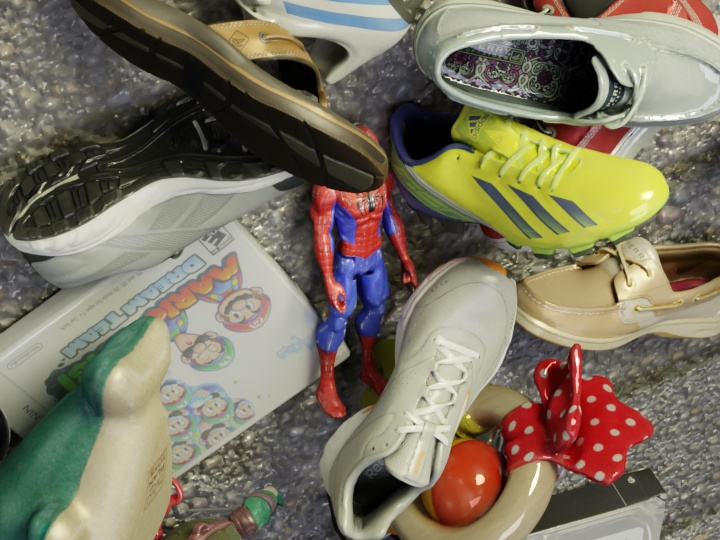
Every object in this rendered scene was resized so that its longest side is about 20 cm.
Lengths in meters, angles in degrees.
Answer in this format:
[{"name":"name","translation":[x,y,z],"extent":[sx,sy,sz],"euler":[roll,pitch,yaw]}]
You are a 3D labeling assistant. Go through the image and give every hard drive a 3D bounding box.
[{"name":"hard drive","translation":[0.153,0.246,1.329],"extent":[0.198,0.038,0.141],"euler":[-12,131,-15]}]

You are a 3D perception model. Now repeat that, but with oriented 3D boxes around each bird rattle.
[{"name":"bird rattle","translation":[0.091,0.127,1.088],"extent":[0.113,0.199,0.164],"euler":[38,74,-48]}]

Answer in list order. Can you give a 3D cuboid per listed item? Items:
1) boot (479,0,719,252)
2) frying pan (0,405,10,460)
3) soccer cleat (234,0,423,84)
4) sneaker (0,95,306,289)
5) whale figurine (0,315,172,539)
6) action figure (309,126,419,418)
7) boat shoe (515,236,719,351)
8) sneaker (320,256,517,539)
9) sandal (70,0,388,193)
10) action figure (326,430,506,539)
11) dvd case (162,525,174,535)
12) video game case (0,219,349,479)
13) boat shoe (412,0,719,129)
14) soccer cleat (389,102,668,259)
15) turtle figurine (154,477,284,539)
[{"name":"boot","translation":[0.117,-0.114,0.990],"extent":[0.144,0.073,0.200],"euler":[33,107,-35]},{"name":"frying pan","translation":[-0.305,0.081,0.970],"extent":[0.188,0.031,0.116],"euler":[12,133,-9]},{"name":"soccer cleat","translation":[-0.047,-0.169,0.856],"extent":[0.086,0.070,0.200],"euler":[-40,133,12]},{"name":"sneaker","translation":[-0.108,-0.047,0.938],"extent":[0.198,0.074,0.080],"euler":[-19,143,-2]},{"name":"whale figurine","translation":[-0.172,0.116,0.978],"extent":[0.103,0.159,0.201],"euler":[21,122,8]},{"name":"action figure","translation":[0.000,0.000,1.027],"extent":[0.065,0.052,0.202],"euler":[-16,123,-24]},{"name":"boat shoe","translation":[0.188,0.007,1.124],"extent":[0.198,0.074,0.070],"euler":[-4,127,-35]},{"name":"sneaker","translation":[0.043,0.088,1.007],"extent":[0.075,0.092,0.201],"euler":[24,109,-13]},{"name":"sandal","translation":[-0.065,-0.111,0.864],"extent":[0.055,0.199,0.082],"euler":[-58,-179,-17]},{"name":"action figure","translation":[0.077,0.174,1.211],"extent":[0.198,0.069,0.131],"euler":[-21,129,-12]},{"name":"dvd case","translation":[-0.156,0.279,1.124],"extent":[0.142,0.202,0.017],"euler":[18,163,-34]},{"name":"video game case","translation":[-0.129,0.059,1.043],"extent":[0.199,0.024,0.182],"euler":[-35,134,5]},{"name":"boat shoe","translation":[0.128,-0.108,0.916],"extent":[0.199,0.072,0.071],"euler":[7,120,-10]},{"name":"soccer cleat","translation":[0.089,-0.060,0.939],"extent":[0.065,0.199,0.084],"euler":[-39,121,-31]},{"name":"turtle figurine","translation":[-0.087,0.209,1.058],"extent":[0.100,0.199,0.151],"euler":[30,72,-40]}]
